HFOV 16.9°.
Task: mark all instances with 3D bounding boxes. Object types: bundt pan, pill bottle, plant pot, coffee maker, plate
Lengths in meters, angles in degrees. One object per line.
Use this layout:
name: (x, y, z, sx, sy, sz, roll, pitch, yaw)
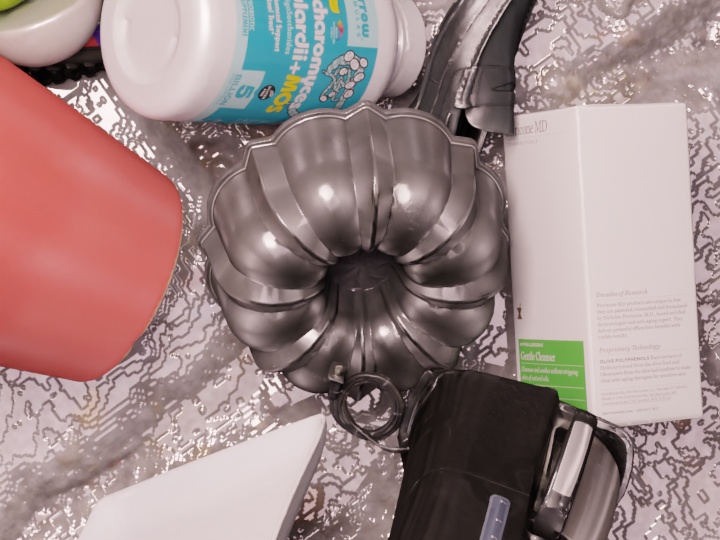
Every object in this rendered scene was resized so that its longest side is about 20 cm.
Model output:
bundt pan: (0.000, 0.000, 1.505, 0.201, 0.076, 0.202, -4, 126, -5)
pill bottle: (-0.054, -0.145, 1.498, 0.200, 0.111, 0.111, -2, 91, -42)
plant pot: (-0.219, -0.029, 1.483, 0.177, 0.200, 0.201, 25, 90, -29)
coffee maker: (0.052, 0.168, 1.429, 0.191, 0.200, 0.135, 4, 128, 15)
plate: (-0.114, 0.188, 1.465, 0.200, 0.200, 0.032, -24, 117, 32)

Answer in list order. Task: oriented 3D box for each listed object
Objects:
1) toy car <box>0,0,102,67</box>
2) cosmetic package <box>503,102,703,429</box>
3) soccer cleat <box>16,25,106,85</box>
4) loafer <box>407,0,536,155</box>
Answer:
toy car: (-0.215, -0.235, 1.505, 0.200, 0.150, 0.175, -45, 128, -37)
cosmetic package: (0.153, -0.004, 1.534, 0.085, 0.108, 0.201, -5, 90, -23)
soccer cleat: (-0.250, -0.158, 1.552, 0.199, 0.068, 0.073, 0, 84, 0)
loafer: (0.073, -0.110, 1.541, 0.070, 0.068, 0.201, 33, 106, 23)
